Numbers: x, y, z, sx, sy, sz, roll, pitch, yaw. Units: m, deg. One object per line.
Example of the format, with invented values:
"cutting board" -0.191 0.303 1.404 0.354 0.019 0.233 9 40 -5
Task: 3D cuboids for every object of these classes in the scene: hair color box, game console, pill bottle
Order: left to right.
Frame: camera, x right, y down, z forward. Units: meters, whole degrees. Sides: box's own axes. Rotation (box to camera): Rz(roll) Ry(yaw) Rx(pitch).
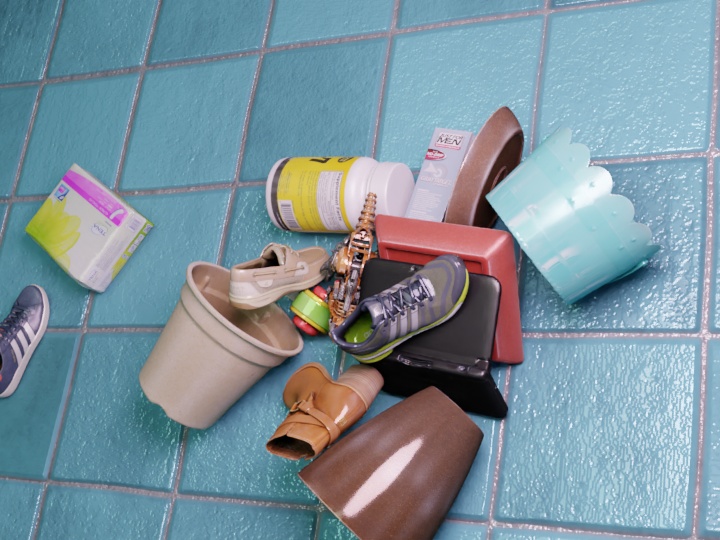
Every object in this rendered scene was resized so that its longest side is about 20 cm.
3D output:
"pill bottle" -0.028 -0.110 1.565 0.200 0.114 0.114 3 72 29
"game console" 0.099 0.089 1.394 0.200 0.176 0.116 10 60 31
"hair color box" 0.117 -0.086 1.486 0.061 0.099 0.200 12 76 30

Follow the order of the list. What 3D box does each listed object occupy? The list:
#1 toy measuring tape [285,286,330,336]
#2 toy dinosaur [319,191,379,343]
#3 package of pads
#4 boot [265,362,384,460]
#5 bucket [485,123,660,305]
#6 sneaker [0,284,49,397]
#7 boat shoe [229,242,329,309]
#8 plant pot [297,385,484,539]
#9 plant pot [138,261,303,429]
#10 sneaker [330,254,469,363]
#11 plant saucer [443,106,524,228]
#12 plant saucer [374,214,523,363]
"toy measuring tape" -0.091 0.040 1.563 0.200 0.074 0.074 35 88 34
"toy dinosaur" 0.000 0.000 1.465 0.102 0.136 0.200 33 97 0
"package of pads" -0.465 -0.071 1.808 0.200 0.068 0.155 35 88 34
"boot" -0.076 0.193 1.424 0.200 0.074 0.155 -21 19 50
"bucket" 0.263 -0.065 1.343 0.135 0.207 0.207 -37 57 10
"sneaker" -0.593 0.111 1.792 0.075 0.085 0.200 8 73 30
"boat shoe" -0.112 -0.006 1.526 0.072 0.200 0.065 13 115 36
"plant pot" 0.055 0.249 1.347 0.200 0.187 0.187 -47 56 -8
"plant pot" -0.217 0.120 1.539 0.184 0.200 0.200 -51 55 13
"sneaker" 0.049 0.049 1.319 0.200 0.081 0.074 -40 66 20
"plant saucer" 0.170 -0.119 1.418 0.034 0.200 0.200 24 82 19
"plant saucer" 0.109 0.032 1.396 0.200 0.200 0.037 10 35 31
